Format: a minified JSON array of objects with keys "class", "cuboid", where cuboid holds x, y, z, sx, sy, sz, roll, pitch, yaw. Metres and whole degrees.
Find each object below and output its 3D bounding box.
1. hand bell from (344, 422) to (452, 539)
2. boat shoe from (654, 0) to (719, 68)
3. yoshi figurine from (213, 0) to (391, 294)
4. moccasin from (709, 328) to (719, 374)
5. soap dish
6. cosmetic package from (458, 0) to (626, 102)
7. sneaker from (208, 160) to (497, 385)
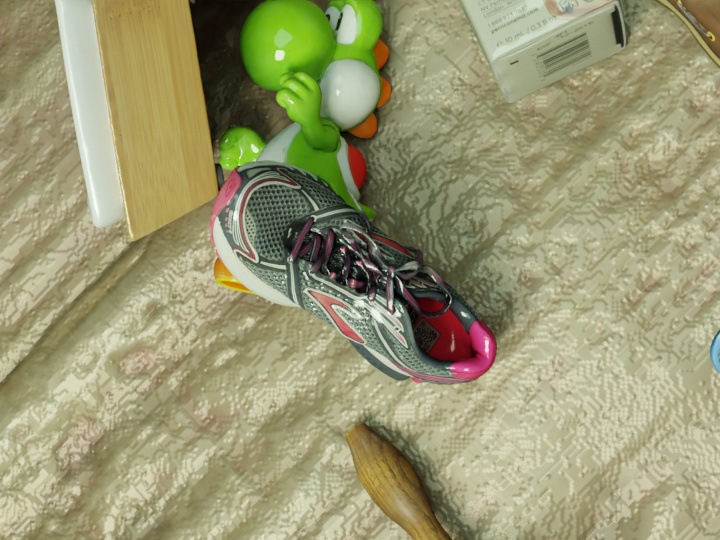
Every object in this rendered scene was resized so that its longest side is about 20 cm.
[{"class":"hand bell","cuboid":[0.048,0.172,1.045,0.104,0.104,0.200,-41,62,5]},{"class":"boat shoe","cuboid":[0.229,-0.166,1.051,0.200,0.068,0.072,42,92,16]},{"class":"yoshi figurine","cuboid":[-0.050,-0.087,1.091,0.112,0.112,0.200,12,81,22]},{"class":"moccasin","cuboid":[0.287,-0.009,1.017,0.068,0.080,0.200,38,106,12]},{"class":"soap dish","cuboid":[-0.137,-0.110,1.056,0.081,0.200,0.158,-10,100,-8]},{"class":"cosmetic package","cuboid":[0.085,-0.220,1.079,0.087,0.103,0.200,-25,78,7]},{"class":"sneaker","cuboid":[0.000,0.000,1.023,0.200,0.075,0.081,33,78,-26]}]
